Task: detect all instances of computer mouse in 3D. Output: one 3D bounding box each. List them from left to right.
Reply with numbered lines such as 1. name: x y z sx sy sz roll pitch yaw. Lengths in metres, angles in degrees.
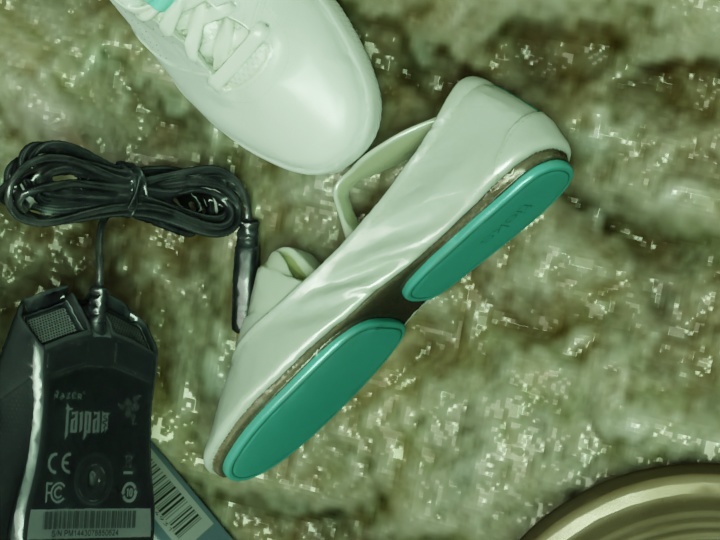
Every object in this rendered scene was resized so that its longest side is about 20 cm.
1. computer mouse: -0.099 0.049 0.971 0.046 0.140 0.201 2 93 42

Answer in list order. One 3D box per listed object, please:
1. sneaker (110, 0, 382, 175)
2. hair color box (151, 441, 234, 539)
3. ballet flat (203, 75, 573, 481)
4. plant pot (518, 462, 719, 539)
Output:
1. sneaker: -0.075 -0.113 0.951 0.075 0.088 0.200 -42 88 18
2. hair color box: -0.154 0.156 1.044 0.200 0.061 0.099 -41 88 19
3. ballet flat: 0.000 0.000 0.973 0.069 0.069 0.200 46 105 3
4. plant pot: 0.134 0.180 0.923 0.200 0.093 0.202 0 94 1
